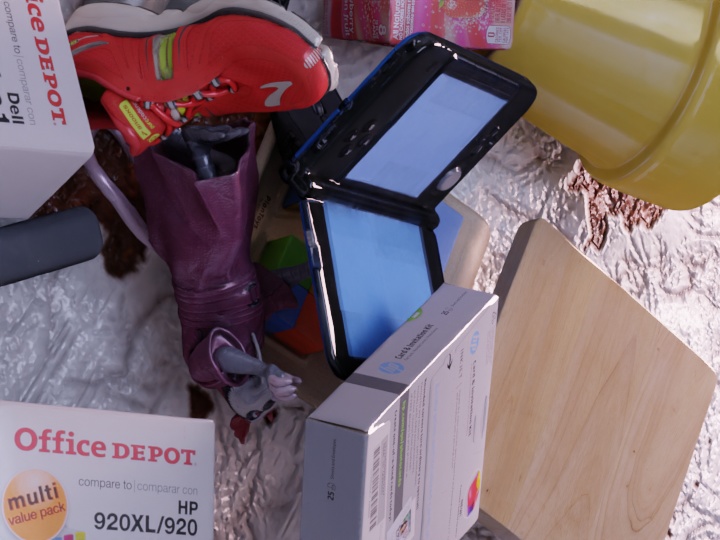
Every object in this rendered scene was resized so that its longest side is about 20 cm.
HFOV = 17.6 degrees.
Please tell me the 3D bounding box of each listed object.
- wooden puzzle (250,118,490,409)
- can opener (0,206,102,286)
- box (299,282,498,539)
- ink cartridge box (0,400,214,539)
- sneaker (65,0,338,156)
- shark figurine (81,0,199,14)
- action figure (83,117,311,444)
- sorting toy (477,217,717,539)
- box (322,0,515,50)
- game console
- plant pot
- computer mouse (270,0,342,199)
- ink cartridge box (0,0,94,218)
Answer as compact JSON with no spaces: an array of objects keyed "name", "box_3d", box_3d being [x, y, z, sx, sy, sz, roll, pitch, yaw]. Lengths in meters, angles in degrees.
[{"name":"wooden puzzle","box_3d":[0.000,0.000,1.497,0.200,0.046,0.186,37,60,-30]},{"name":"can opener","box_3d":[-0.236,-0.015,1.294,0.199,0.053,0.067,-19,95,-42]},{"name":"box","box_3d":[0.022,0.116,1.341,0.200,0.041,0.157,-41,140,-56]},{"name":"ink cartridge box","box_3d":[-0.175,0.178,1.251,0.147,0.144,0.202,9,76,-38]},{"name":"sneaker","box_3d":[-0.100,-0.099,1.298,0.077,0.199,0.085,58,47,-36]},{"name":"shark figurine","box_3d":[-0.127,-0.227,1.405,0.128,0.089,0.216,-2,85,-42]},{"name":"action figure","box_3d":[-0.090,0.009,1.365,0.134,0.148,0.201,-51,138,-65]},{"name":"sorting toy","box_3d":[0.129,0.105,1.574,0.199,0.069,0.201,39,60,-29]},{"name":"box","box_3d":[0.041,-0.244,1.500,0.095,0.100,0.202,0,98,-28]},{"name":"game console","box_3d":[0.046,-0.031,1.390,0.118,0.171,0.200,49,15,19]},{"name":"plant pot","box_3d":[0.168,-0.161,1.586,0.188,0.201,0.202,17,71,-20]},{"name":"computer mouse","box_3d":[-0.037,-0.127,1.467,0.058,0.034,0.201,-14,76,-23]},{"name":"ink cartridge box","box_3d":[-0.256,-0.113,1.250,0.199,0.084,0.146,3,62,-40]}]
